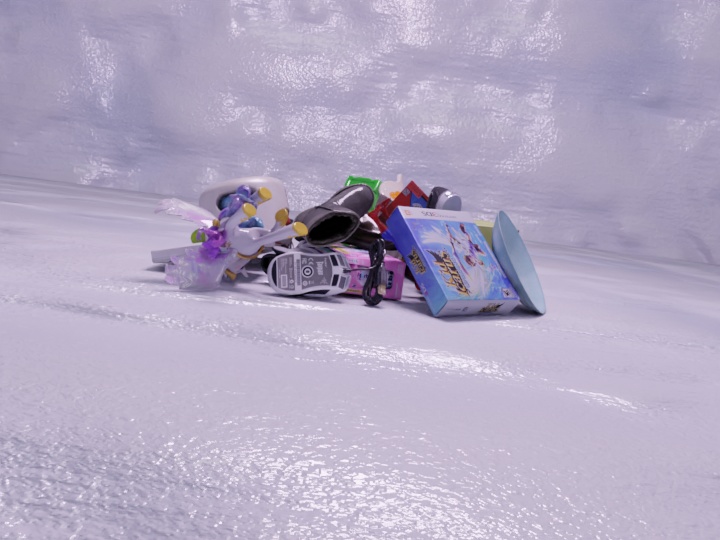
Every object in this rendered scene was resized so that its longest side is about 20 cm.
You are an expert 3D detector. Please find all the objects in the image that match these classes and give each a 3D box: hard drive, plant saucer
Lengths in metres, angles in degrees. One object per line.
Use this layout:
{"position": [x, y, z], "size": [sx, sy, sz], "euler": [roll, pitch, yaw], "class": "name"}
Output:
{"position": [-0.259, -0.039, 1.328], "size": [0.195, 0.027, 0.132], "euler": [-7, 2, 2], "class": "hard drive"}
{"position": [0.281, -0.010, 1.356], "size": [0.038, 0.205, 0.200], "euler": [-23, -4, 21], "class": "plant saucer"}

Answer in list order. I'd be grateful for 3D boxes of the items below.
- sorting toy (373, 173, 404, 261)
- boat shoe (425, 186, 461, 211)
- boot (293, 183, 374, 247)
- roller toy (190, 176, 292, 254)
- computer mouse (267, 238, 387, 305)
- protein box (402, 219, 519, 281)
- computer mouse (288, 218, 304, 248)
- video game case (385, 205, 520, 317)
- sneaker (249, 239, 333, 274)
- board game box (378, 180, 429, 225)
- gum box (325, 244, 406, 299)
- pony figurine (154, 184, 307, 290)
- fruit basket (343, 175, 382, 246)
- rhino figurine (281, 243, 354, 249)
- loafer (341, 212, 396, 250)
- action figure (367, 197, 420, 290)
{"position": [0.065, -0.114, 1.596], "size": [0.104, 0.203, 0.182], "euler": [17, 37, -6], "class": "sorting toy"}
{"position": [0.134, -0.062, 1.399], "size": [0.069, 0.204, 0.066], "euler": [-9, 32, -34], "class": "boat shoe"}
{"position": [-0.034, -0.099, 1.294], "size": [0.180, 0.074, 0.200], "euler": [-32, 7, -10], "class": "boot"}
{"position": [-0.228, -0.110, 1.486], "size": [0.197, 0.143, 0.180], "euler": [-4, -9, -45], "class": "roller toy"}
{"position": [-0.054, 0.005, 1.209], "size": [0.194, 0.112, 0.044], "euler": [-1, -18, -4], "class": "computer mouse"}
{"position": [0.204, -0.039, 1.571], "size": [0.193, 0.139, 0.200], "euler": [5, 8, -10], "class": "protein box"}
{"position": [-0.099, -0.101, 1.676], "size": [0.195, 0.054, 0.140], "euler": [-11, 38, 5], "class": "computer mouse"}
{"position": [0.157, -0.017, 1.259], "size": [0.178, 0.046, 0.203], "euler": [0, 51, -38], "class": "video game case"}
{"position": [-0.132, -0.018, 1.319], "size": [0.136, 0.080, 0.199], "euler": [0, 4, -20], "class": "sneaker"}
{"position": [0.134, -0.066, 1.443], "size": [0.200, 0.103, 0.019], "euler": [46, 9, -1], "class": "board game box"}
{"position": [0.000, 0.000, 1.345], "size": [0.111, 0.068, 0.200], "euler": [6, 7, -16], "class": "gum box"}
{"position": [-0.210, -0.051, 1.167], "size": [0.191, 0.170, 0.199], "euler": [18, -40, -40], "class": "pony figurine"}
{"position": [0.018, -0.100, 1.810], "size": [0.152, 0.221, 0.214], "euler": [11, 8, 28], "class": "fruit basket"}
{"position": [-0.093, -0.029, 1.509], "size": [0.086, 0.061, 0.197], "euler": [12, 10, 42], "class": "rhino figurine"}
{"position": [0.005, -0.081, 1.422], "size": [0.196, 0.073, 0.073], "euler": [11, 6, 27], "class": "loafer"}
{"position": [0.106, -0.042, 1.323], "size": [0.098, 0.202, 0.065], "euler": [-26, 11, 40], "class": "action figure"}
